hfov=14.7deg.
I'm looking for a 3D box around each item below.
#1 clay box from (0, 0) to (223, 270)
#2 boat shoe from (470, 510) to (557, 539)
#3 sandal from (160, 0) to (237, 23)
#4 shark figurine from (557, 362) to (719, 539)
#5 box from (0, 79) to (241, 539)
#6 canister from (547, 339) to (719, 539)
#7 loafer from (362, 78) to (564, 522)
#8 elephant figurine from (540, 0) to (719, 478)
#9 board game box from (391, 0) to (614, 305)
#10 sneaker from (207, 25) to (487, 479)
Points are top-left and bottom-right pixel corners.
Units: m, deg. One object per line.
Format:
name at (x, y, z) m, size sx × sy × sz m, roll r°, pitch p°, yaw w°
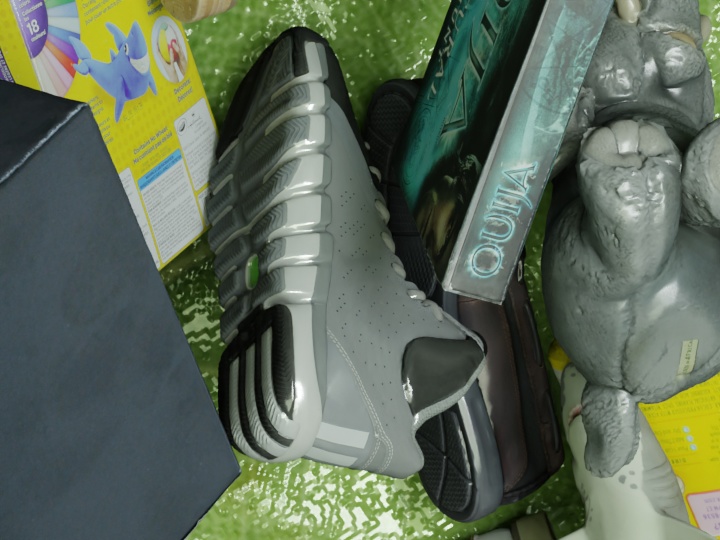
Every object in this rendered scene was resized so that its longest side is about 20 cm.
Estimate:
clay box at (-0.122, -0.096, 1.152) m, size 0.047 × 0.115 × 0.201 m, roll -10°, pitch 108°, yaw 29°
boat shoe at (0.087, 0.212, 1.289) m, size 0.068 × 0.075 × 0.201 m, roll -20°, pitch 98°, yaw 4°
sandal at (-0.104, -0.194, 1.101) m, size 0.069 × 0.078 × 0.213 m, roll -22°, pitch 112°, yaw -25°
shark figurine at (0.112, 0.163, 1.197) m, size 0.089 × 0.128 × 0.216 m, roll 9°, pitch 104°, yaw -53°
box at (-0.179, 0.024, 1.082) m, size 0.124 × 0.196 × 0.201 m, roll -47°, pitch 137°, yaw -29°
canister at (0.181, 0.101, 1.233) m, size 0.148 × 0.087 × 0.201 m, roll -12°, pitch 109°, yaw 38°
loafer at (0.047, 0.008, 1.232) m, size 0.063 × 0.072 × 0.201 m, roll -17°, pitch 106°, yaw -30°
elephant figurine at (0.113, -0.049, 1.169) m, size 0.155 × 0.200 × 0.142 m, roll -26°, pitch 129°, yaw -4°
board game box at (0.064, -0.104, 1.076) m, size 0.028 × 0.135 × 0.201 m, roll 15°, pitch 109°, yaw -13°
sneaker at (0.000, 0.000, 1.172) m, size 0.115 × 0.201 × 0.075 m, roll 19°, pitch 147°, yaw -28°
